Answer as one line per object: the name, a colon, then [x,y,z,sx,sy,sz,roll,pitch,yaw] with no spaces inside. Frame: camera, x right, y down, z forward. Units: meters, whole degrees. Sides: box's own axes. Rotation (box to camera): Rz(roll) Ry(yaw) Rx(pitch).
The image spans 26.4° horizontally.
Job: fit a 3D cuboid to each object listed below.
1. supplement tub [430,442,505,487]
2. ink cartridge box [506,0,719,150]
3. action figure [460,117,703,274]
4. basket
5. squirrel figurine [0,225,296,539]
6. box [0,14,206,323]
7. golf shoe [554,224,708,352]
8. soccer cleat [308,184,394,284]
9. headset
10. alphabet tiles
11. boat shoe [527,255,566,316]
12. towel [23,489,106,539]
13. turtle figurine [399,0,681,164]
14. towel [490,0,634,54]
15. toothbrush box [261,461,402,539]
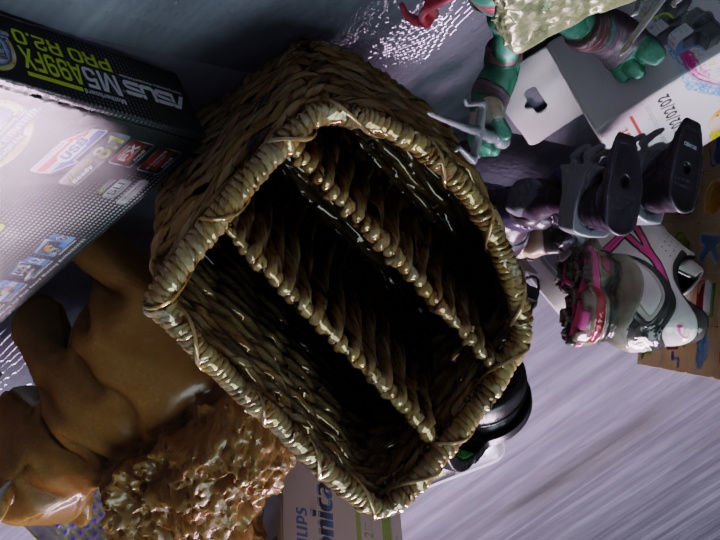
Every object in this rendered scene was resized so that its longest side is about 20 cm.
supplement tub: [-0.003,0.116,1.136,0.199,0.123,0.123,-21,157,-2]
ink cartridge box: [0.188,-0.121,0.922,0.199,0.068,0.115,-31,156,11]
action figure: [0.105,-0.040,0.902,0.130,0.070,0.200,5,171,-35]
basket: [0.002,0.001,0.781,0.142,0.149,0.200,-33,121,16]
squirrel figurine: [-0.134,0.097,0.871,0.187,0.200,0.141,-46,159,14]
box: [-0.196,-0.035,0.731,0.200,0.044,0.160,-38,155,24]
golf shoe: [0.177,-0.003,1.017,0.091,0.200,0.073,9,119,-1]
soccer cleat: [0.000,0.000,0.916,0.085,0.069,0.200,-23,135,21]
headset: [0.068,0.048,1.003,0.200,0.093,0.124,-38,133,-57]
alphabet tiles: [0.224,-0.015,1.011,0.006,0.168,0.200,5,180,-19]
boat shoe: [0.181,0.006,1.158,0.068,0.072,0.200,-42,161,15]
towel: [-0.145,0.160,1.084,0.200,0.144,0.023,-34,-166,22]
turtle figurine: [0.107,-0.135,0.772,0.150,0.101,0.200,-35,169,37]
towel: [0.108,-0.166,0.606,0.148,0.037,0.200,-26,157,2]
toothbrush box: [-0.053,0.196,0.980,0.086,0.146,0.200,15,131,-18]
